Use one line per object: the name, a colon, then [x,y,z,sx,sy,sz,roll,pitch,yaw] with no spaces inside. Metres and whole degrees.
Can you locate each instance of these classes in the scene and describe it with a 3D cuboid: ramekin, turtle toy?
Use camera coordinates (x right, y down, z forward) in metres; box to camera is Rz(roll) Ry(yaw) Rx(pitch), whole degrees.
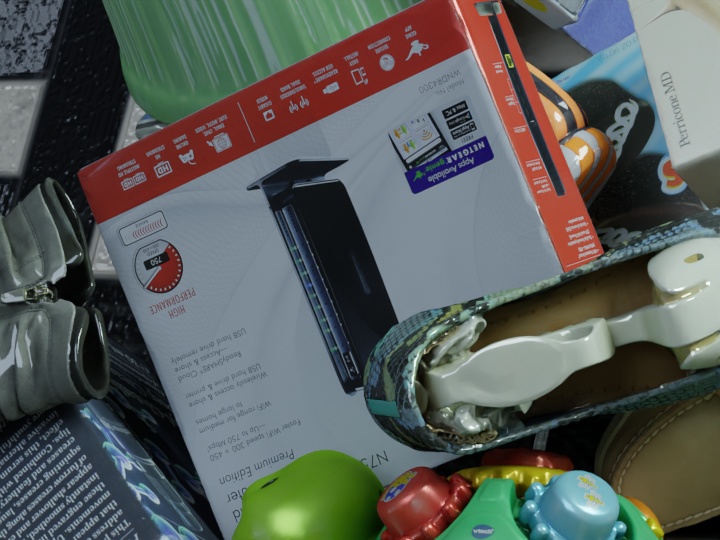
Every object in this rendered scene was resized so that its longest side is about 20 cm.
ramekin: [-0.036,-0.163,1.364,0.200,0.098,0.200,-17,33,12]
turtle toy: [0.042,0.122,1.160,0.200,0.146,0.101,0,78,18]

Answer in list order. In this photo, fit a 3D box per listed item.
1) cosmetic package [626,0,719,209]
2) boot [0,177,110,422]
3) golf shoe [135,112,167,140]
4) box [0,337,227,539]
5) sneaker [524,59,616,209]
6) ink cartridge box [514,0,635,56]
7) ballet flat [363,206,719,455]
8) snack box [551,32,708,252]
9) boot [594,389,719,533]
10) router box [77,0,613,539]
cosmetic package: [0.220,-0.106,1.203,0.200,0.073,0.104,-23,60,17]
boot: [-0.181,-0.007,1.270,0.131,0.068,0.200,-27,63,12]
golf shoe: [-0.014,-0.090,1.383,0.200,0.078,0.097,4,64,31]
box: [-0.130,0.112,1.307,0.107,0.148,0.200,-43,53,7]
sneaker: [0.020,-0.021,1.289,0.112,0.078,0.200,46,114,16]
ink cartridge box: [0.104,-0.218,1.293,0.198,0.200,0.047,-60,24,-6]
ballet flat: [0.100,0.027,1.127,0.200,0.074,0.074,-21,56,-4]
snack box: [0.174,-0.070,1.281,0.200,0.037,0.116,-29,57,16]
boot: [0.189,0.072,1.147,0.200,0.073,0.156,-28,26,11]
router box: [0.000,0.000,1.230,0.200,0.049,0.180,-25,86,27]
